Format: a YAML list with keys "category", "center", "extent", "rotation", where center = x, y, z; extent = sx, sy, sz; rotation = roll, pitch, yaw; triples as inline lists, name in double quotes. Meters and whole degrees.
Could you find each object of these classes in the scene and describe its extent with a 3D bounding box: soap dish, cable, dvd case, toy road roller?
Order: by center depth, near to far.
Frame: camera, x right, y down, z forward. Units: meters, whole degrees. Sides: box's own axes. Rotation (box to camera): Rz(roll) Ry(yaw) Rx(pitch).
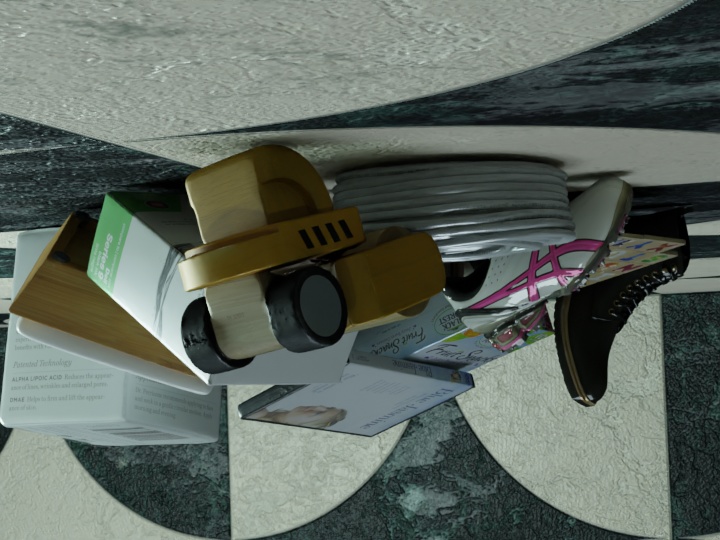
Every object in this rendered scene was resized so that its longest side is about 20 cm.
- category: "toy road roller"
  center: [-0.045, -0.018, 1.227]
  extent: [0.122, 0.147, 0.199]
  rotation: [-15, -179, 39]
- category: "cable"
  center: [0.074, -0.047, 1.368]
  extent: [0.198, 0.070, 0.199]
  rotation: [-1, 175, -32]
- category: "soap dish"
  center: [-0.204, 0.026, 1.528]
  extent: [0.198, 0.082, 0.158]
  rotation: [20, -160, -5]
- category: "dvd case"
  center: [-0.002, 0.120, 1.617]
  extent: [0.142, 0.018, 0.199]
  rotation: [-30, 153, 32]

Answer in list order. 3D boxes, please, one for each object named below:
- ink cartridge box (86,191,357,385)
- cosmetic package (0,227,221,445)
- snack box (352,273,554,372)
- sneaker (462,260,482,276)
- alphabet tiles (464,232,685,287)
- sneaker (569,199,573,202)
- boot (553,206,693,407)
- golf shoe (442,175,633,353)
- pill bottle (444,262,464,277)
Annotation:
- category: "ink cartridge box"
  center: [-0.113, 0.013, 1.398]
  extent: [0.145, 0.085, 0.200]
  rotation: [2, -155, -42]
- category: "cosmetic package"
  center: [-0.249, 0.069, 1.729]
  extent: [0.164, 0.202, 0.164]
  rotation: [-5, 165, 30]
- category: "snack box"
  center: [0.069, 0.070, 1.643]
  extent: [0.199, 0.053, 0.142]
  rotation: [-26, 161, 28]
- category: "sneaker"
  center: [0.066, 0.007, 1.781]
  extent: [0.093, 0.071, 0.200]
  rotation: [-36, -166, -14]
- category: "alphabet tiles"
  center: [0.200, -0.003, 1.600]
  extent: [0.165, 0.006, 0.199]
  rotation: [4, 162, -45]
- category: "sneaker"
  center: [0.144, -0.033, 1.647]
  extent: [0.111, 0.078, 0.200]
  rotation: [3, 164, -17]
- category: "boot"
  center: [0.271, 0.031, 1.705]
  extent: [0.137, 0.202, 0.077]
  rotation: [-9, 162, 27]
- category: "golf shoe"
  center: [0.152, -0.015, 1.463]
  extent: [0.200, 0.092, 0.073]
  rotation: [-47, -167, 28]
- category: "pill bottle"
  center: [0.000, 0.000, 1.647]
  extent: [0.115, 0.117, 0.199]
  rotation: [-5, 175, 42]
